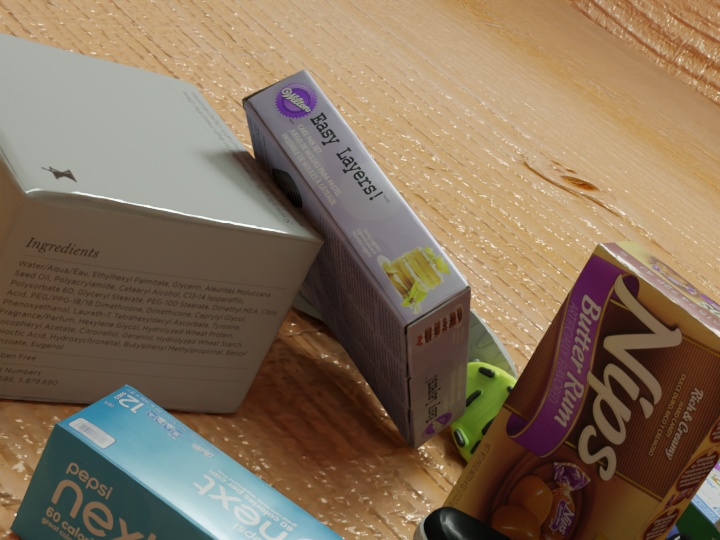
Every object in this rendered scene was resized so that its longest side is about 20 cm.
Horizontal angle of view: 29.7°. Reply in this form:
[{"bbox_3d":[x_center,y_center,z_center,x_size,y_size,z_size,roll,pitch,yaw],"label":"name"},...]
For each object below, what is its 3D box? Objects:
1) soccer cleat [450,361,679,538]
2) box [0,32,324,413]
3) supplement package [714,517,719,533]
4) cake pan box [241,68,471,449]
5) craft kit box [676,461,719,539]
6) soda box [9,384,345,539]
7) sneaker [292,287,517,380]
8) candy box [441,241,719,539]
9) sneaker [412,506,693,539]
[{"bbox_3d":[0.132,0.138,0.909,0.200,0.065,0.084,42,6,33],"label":"soccer cleat"},{"bbox_3d":[-0.164,-0.031,0.808,0.199,0.131,0.199,9,29,-40],"label":"box"},{"bbox_3d":[0.362,0.201,0.848,0.151,0.151,0.201,8,44,-43],"label":"supplement package"},{"bbox_3d":[0.000,0.000,0.862,0.185,0.052,0.201,56,-13,26],"label":"cake pan box"},{"bbox_3d":[0.277,0.169,1.026,0.196,0.049,0.200,5,31,-41],"label":"craft kit box"},{"bbox_3d":[-0.060,0.142,0.633,0.199,0.068,0.064,34,23,13],"label":"soda box"},{"bbox_3d":[0.036,0.032,1.004,0.199,0.077,0.080,36,13,14],"label":"sneaker"},{"bbox_3d":[0.146,0.098,0.805,0.117,0.201,0.056,41,25,30],"label":"candy box"},{"bbox_3d":[0.127,0.170,0.742,0.200,0.112,0.073,39,23,26],"label":"sneaker"}]
